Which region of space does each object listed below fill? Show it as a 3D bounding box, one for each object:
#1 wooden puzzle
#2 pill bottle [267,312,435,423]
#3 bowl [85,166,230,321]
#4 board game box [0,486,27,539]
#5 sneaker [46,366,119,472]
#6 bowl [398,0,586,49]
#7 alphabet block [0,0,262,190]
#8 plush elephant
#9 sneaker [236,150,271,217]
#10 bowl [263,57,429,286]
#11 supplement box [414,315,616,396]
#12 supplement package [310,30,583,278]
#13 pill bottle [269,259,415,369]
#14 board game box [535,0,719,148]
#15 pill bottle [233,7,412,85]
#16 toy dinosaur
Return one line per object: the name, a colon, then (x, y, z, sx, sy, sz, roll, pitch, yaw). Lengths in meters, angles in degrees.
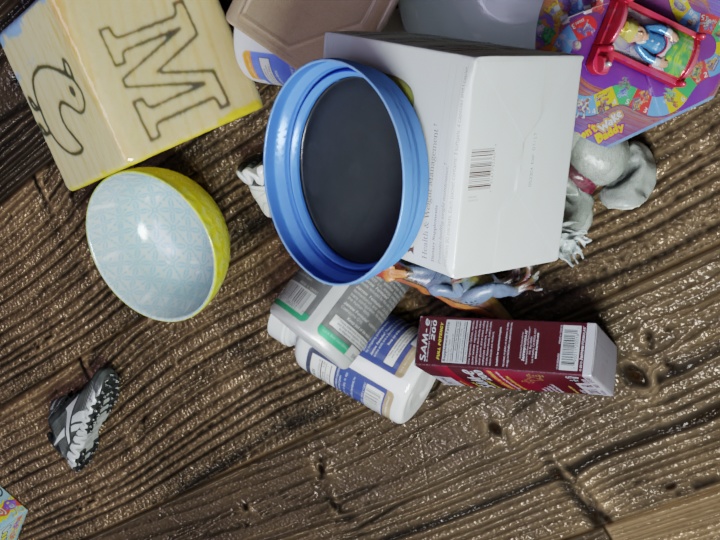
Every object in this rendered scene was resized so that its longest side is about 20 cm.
wooden puzzle: (-0.034, -0.295, 1.169, 0.200, 0.037, 0.186, 39, 109, 30)
pill bottle: (-0.008, 0.090, 1.382, 0.199, 0.111, 0.111, 29, 122, 17)
bowl: (-0.236, -0.048, 1.455, 0.199, 0.108, 0.201, 13, 119, 25)
board game box: (-0.665, 0.389, 1.890, 0.200, 0.103, 0.105, 36, 124, 12)
sneaker: (-0.418, 0.206, 1.694, 0.090, 0.066, 0.200, 34, 125, 11)
bowl: (0.143, -0.285, 1.150, 0.200, 0.090, 0.202, 12, 116, 26)
alphabet block: (-0.263, -0.229, 1.315, 0.195, 0.196, 0.201, -10, 106, 57)
plush elephant: (0.202, -0.102, 1.165, 0.165, 0.155, 0.200, 42, 178, -34)
sneaker: (-0.052, -0.106, 1.356, 0.199, 0.075, 0.081, -2, 118, 38)
bowl: (-0.014, -0.088, 1.029, 0.200, 0.039, 0.202, 12, 106, 49)
supplement box: (0.172, 0.094, 1.268, 0.199, 0.109, 0.061, 2, 74, 26)
supplement package: (0.074, -0.116, 1.065, 0.200, 0.147, 0.192, 21, 112, 46)
pill bottle: (0.000, 0.000, 1.286, 0.113, 0.113, 0.200, 37, 84, 11)
board game box: (0.263, -0.209, 1.068, 0.199, 0.039, 0.159, -25, 104, -7)
pill bottle: (-0.028, -0.250, 1.251, 0.199, 0.112, 0.113, 12, 116, 25)
toy dinosaur: (0.099, 0.020, 1.236, 0.181, 0.105, 0.201, -10, 116, -14)
